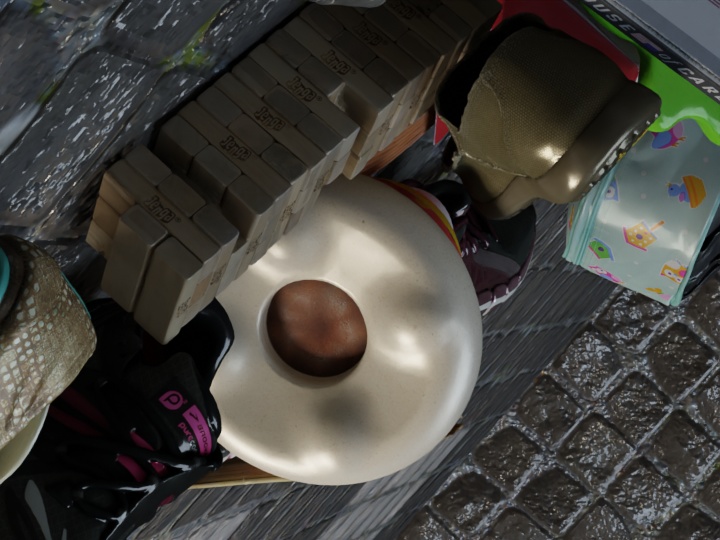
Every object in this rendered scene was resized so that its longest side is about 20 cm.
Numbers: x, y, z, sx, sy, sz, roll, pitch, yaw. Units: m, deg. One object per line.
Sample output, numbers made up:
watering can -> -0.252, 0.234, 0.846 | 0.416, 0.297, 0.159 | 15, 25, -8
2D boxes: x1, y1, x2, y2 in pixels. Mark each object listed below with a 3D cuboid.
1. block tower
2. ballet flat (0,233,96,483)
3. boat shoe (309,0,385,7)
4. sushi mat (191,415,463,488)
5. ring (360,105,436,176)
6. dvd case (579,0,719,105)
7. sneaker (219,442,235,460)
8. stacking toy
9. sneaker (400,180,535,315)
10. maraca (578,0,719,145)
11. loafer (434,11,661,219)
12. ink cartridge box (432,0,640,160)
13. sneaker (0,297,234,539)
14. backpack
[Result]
block tower -> -0.024, -0.060, 0.862 | 0.200, 0.054, 0.058 | -43, 170, -31
ballet flat -> -0.160, 0.078, 0.741 | 0.200, 0.071, 0.065 | -48, 133, 5
boat shoe -> 0.020, -0.127, 0.781 | 0.067, 0.057, 0.200 | -54, 169, 30
sushi mat -> -0.051, 0.093, 1.079 | 0.200, 0.012, 0.096 | -10, -177, 43
ring -> 0.044, -0.118, 1.037 | 0.200, 0.019, 0.200 | -45, 170, -10
dvd case -> 0.157, -0.170, 0.830 | 0.200, 0.150, 0.025 | -61, -157, -10
sneaker -> -0.080, 0.066, 1.062 | 0.200, 0.076, 0.116 | -35, 169, -48
stacking toy -> 0.000, 0.000, 1.019 | 0.146, 0.146, 0.200 | -52, 180, 23
sneaker -> 0.053, -0.020, 1.253 | 0.200, 0.076, 0.116 | -38, 163, -42
maraca -> 0.140, -0.148, 0.902 | 0.137, 0.200, 0.107 | -30, -154, -11
loafer -> 0.069, -0.069, 0.895 | 0.076, 0.067, 0.200 | -44, -174, -8
ink cartridge box -> 0.123, -0.122, 1.054 | 0.176, 0.084, 0.200 | -47, 171, -8
sneaker -> -0.099, 0.067, 0.826 | 0.084, 0.077, 0.200 | -20, -150, 25
backpack -> 0.186, -0.086, 1.333 | 0.176, 0.153, 0.200 | 92, 16, -77
